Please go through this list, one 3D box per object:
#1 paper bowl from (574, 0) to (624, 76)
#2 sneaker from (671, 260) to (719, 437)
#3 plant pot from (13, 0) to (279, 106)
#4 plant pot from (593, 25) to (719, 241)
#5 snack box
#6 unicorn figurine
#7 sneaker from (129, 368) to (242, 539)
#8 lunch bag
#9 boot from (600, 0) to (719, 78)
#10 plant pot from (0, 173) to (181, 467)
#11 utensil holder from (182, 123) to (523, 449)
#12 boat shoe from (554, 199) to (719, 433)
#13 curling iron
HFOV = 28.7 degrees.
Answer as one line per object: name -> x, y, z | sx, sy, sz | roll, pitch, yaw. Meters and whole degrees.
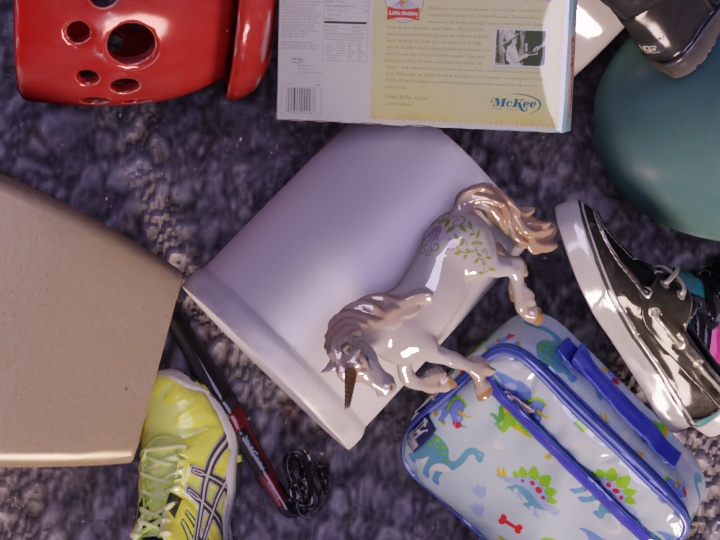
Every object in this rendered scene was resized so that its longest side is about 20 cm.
paper bowl -> 0.155, -0.217, 1.023 | 0.104, 0.201, 0.201 | 43, 85, -1
sneaker -> 0.267, 0.013, 1.079 | 0.120, 0.084, 0.201 | 28, 86, -11
plant pot -> -0.150, -0.213, 1.008 | 0.181, 0.200, 0.202 | 6, 86, -9
plant pot -> 0.268, -0.112, 1.024 | 0.199, 0.160, 0.202 | 1, 89, -40
snack box -> 0.043, -0.155, 0.937 | 0.198, 0.037, 0.117 | 5, 99, 15
unicorn figurine -> 0.048, 0.029, 0.922 | 0.137, 0.074, 0.201 | 39, 65, -36
sneaker -> -0.132, 0.172, 1.035 | 0.075, 0.076, 0.202 | -11, 85, 23
lunch bag -> 0.140, 0.139, 1.023 | 0.200, 0.082, 0.161 | 45, 127, 0
boot -> 0.181, -0.244, 0.884 | 0.200, 0.065, 0.166 | 37, 74, -36
plant pot -> -0.232, 0.044, 0.998 | 0.176, 0.200, 0.201 | 16, 86, -14
utensil holder -> 0.000, 0.000, 1.019 | 0.170, 0.170, 0.200 | 45, 83, 0
boat shoe -> 0.203, 0.024, 0.994 | 0.063, 0.071, 0.201 | -27, 115, 18
curling iron -> -0.092, 0.105, 1.078 | 0.049, 0.026, 0.200 | -36, 84, -26
